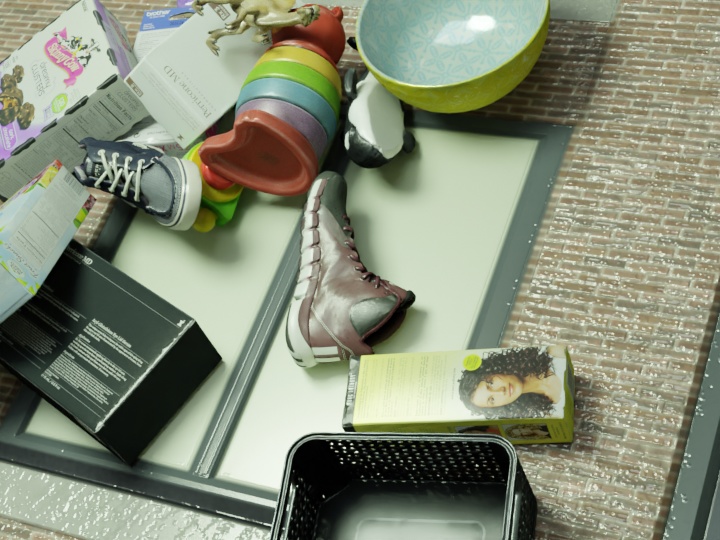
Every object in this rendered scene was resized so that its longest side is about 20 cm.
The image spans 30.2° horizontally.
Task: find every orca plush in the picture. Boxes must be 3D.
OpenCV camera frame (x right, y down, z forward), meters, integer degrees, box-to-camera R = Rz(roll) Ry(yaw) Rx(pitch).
[{"bbox_3d":[-0.004,-0.167,1.382,0.071,0.105,0.201,-32,47,27],"label":"orca plush"}]

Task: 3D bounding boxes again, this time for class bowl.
[{"bbox_3d":[0.104,-0.228,1.364,0.198,0.108,0.201,-10,53,13],"label":"bowl"}]

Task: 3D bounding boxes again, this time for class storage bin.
[{"bbox_3d":[0.036,0.214,1.090,0.198,0.094,0.136,-1,56,18],"label":"storage bin"}]

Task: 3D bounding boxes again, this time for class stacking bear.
[{"bbox_3d":[-0.070,-0.188,1.366,0.121,0.113,0.201,-26,40,51],"label":"stacking bear"}]

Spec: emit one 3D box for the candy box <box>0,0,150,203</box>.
[{"bbox_3d":[-0.343,-0.190,1.495,0.199,0.072,0.168,-35,46,9],"label":"candy box"}]

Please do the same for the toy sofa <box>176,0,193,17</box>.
[{"bbox_3d":[-0.143,-0.385,1.580,0.198,0.083,0.098,-14,52,10],"label":"toy sofa"}]

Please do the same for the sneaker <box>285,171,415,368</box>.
[{"bbox_3d":[0.000,0.000,1.275,0.114,0.076,0.202,1,67,15],"label":"sneaker"}]

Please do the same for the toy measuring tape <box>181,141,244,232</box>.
[{"bbox_3d":[-0.146,-0.133,1.407,0.073,0.074,0.201,6,64,24],"label":"toy measuring tape"}]

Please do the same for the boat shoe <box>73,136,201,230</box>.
[{"bbox_3d":[-0.232,-0.091,1.360,0.200,0.092,0.075,26,107,62],"label":"boat shoe"}]

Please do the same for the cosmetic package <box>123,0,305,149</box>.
[{"bbox_3d":[-0.146,-0.234,1.431,0.200,0.102,0.074,-49,11,-32],"label":"cosmetic package"}]

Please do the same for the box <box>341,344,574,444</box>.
[{"bbox_3d":[0.086,0.112,1.170,0.198,0.050,0.076,-6,55,17],"label":"box"}]

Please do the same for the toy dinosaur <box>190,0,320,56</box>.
[{"bbox_3d":[-0.119,-0.269,1.369,0.101,0.059,0.200,-31,44,-26],"label":"toy dinosaur"}]

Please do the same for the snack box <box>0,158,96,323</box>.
[{"bbox_3d":[-0.364,-0.002,1.320,0.168,0.068,0.200,-36,20,23],"label":"snack box"}]

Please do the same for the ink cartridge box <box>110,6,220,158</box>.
[{"bbox_3d":[-0.209,-0.214,1.513,0.118,0.042,0.202,-3,59,17],"label":"ink cartridge box"}]

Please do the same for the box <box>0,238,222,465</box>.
[{"bbox_3d":[-0.256,0.075,1.304,0.199,0.079,0.141,30,73,34],"label":"box"}]
